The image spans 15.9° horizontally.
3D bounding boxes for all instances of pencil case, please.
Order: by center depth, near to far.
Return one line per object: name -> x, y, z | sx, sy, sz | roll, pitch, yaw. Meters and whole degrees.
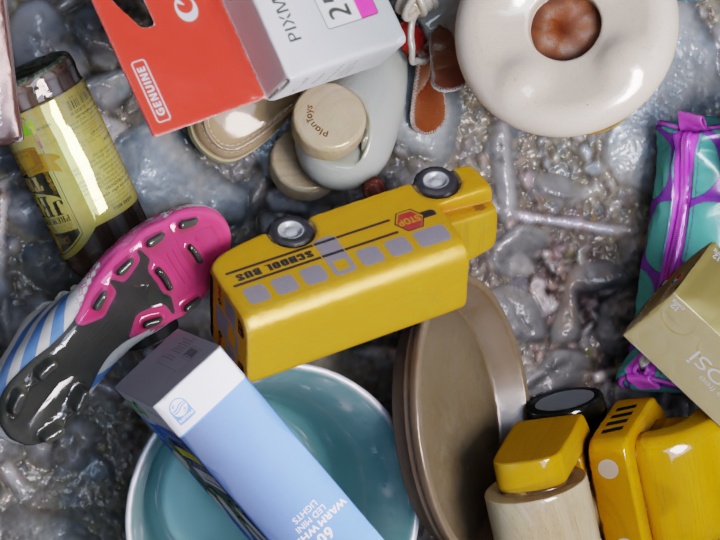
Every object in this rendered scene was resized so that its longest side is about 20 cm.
pencil case -> 0.236, -0.009, 1.820 | 0.092, 0.085, 0.200 | 6, 93, -53

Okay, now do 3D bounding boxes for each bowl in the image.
bowl -> -0.072, 0.154, 1.723 | 0.200, 0.105, 0.201 | -2, 96, -19

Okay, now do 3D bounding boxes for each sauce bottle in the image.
sauce bottle -> -0.177, -0.042, 1.689 | 0.065, 0.065, 0.200 | -28, 104, -14

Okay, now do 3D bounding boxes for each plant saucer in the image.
plant saucer -> 0.068, 0.102, 1.744 | 0.029, 0.200, 0.200 | -8, 100, 24

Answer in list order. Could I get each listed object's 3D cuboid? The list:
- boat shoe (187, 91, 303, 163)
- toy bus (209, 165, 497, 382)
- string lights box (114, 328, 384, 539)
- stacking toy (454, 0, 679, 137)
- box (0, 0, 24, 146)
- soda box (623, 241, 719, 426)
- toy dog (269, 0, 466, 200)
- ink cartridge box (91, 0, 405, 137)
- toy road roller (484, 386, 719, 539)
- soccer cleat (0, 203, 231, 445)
boat shoe -> -0.043, -0.157, 1.723 | 0.071, 0.065, 0.200 | 38, 83, -18
toy bus -> 0.000, 0.000, 1.662 | 0.200, 0.078, 0.065 | -19, 137, -20
string lights box -> -0.059, 0.132, 1.616 | 0.059, 0.103, 0.200 | -42, 106, -11
stacking toy -> 0.152, -0.137, 1.733 | 0.146, 0.200, 0.146 | -3, 76, 14
box -> -0.324, -0.150, 1.577 | 0.200, 0.164, 0.166 | -8, 98, -17
soda box -> 0.278, 0.078, 1.737 | 0.200, 0.068, 0.064 | 43, 50, -1
toy dog -> 0.030, -0.111, 1.731 | 0.096, 0.132, 0.200 | 44, 91, 5
ink cartridge box -> -0.089, -0.201, 1.612 | 0.173, 0.044, 0.200 | -21, 83, -31
toy road roller -> 0.179, 0.153, 1.754 | 0.146, 0.200, 0.123 | -8, 104, 21
soccer cleat -> -0.171, 0.026, 1.651 | 0.200, 0.086, 0.070 | -45, 121, -11
